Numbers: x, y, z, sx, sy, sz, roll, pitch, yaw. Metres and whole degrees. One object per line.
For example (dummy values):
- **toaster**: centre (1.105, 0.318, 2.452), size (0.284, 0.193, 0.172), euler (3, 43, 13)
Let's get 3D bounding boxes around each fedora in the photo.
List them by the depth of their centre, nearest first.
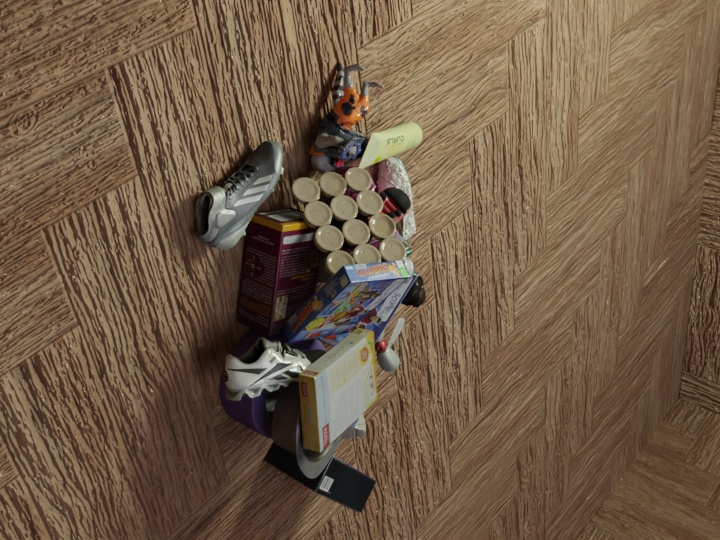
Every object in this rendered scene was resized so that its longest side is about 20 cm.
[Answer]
- **fedora**: centre (-0.097, 0.260, 1.603), size (0.200, 0.090, 0.177), euler (-65, 149, -26)

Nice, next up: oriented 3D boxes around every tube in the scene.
- **tube**: centre (0.054, -0.239, 1.694), size (0.200, 0.052, 0.058), euler (-30, 107, -57)

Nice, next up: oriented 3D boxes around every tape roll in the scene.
- **tape roll**: centre (-0.155, 0.200, 1.649), size (0.200, 0.085, 0.200), euler (-30, 130, -43)

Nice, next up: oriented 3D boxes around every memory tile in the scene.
- **memory tile**: centre (-0.019, -0.083, 1.531), size (0.153, 0.200, 0.017), euler (-15, 158, -24)

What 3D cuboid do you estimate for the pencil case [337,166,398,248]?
- **pencil case**: centre (0.014, -0.103, 1.706), size (0.200, 0.094, 0.091), euler (58, 46, -51)

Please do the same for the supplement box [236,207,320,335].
- **supplement box**: centre (-0.139, 0.000, 1.563), size (0.110, 0.086, 0.200), euler (-12, 117, -50)

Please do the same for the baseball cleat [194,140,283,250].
- **baseball cleat**: centre (-0.195, -0.130, 1.437), size (0.106, 0.070, 0.200), euler (33, 79, -55)

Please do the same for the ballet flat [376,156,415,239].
- **ballet flat**: centre (0.068, -0.132, 1.783), size (0.072, 0.072, 0.200), euler (-45, 137, -30)

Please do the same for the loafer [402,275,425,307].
- **loafer**: centre (0.105, 0.038, 1.830), size (0.200, 0.071, 0.073), euler (-163, -85, -83)

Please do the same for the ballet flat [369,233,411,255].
- **ballet flat**: centre (0.000, 0.000, 1.642), size (0.200, 0.072, 0.072), euler (-39, 143, 4)

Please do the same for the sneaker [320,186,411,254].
- **sneaker**: centre (0.005, -0.069, 1.592), size (0.200, 0.074, 0.087), euler (-30, 163, -28)

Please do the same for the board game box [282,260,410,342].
- **board game box**: centre (-0.025, 0.053, 1.517), size (0.135, 0.035, 0.200), euler (-5, 152, -42)

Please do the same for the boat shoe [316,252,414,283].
- **boat shoe**: centre (-0.008, -0.009, 1.574), size (0.070, 0.200, 0.071), euler (33, 64, -74)

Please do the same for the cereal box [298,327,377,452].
- **cereal box**: centre (-0.036, 0.204, 1.558), size (0.200, 0.039, 0.144), euler (-33, 126, -53)

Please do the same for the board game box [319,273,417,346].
- **board game box**: centre (0.000, 0.059, 1.716), size (0.135, 0.034, 0.200), euler (28, 102, -18)

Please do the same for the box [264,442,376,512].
- **box**: centre (-0.078, 0.405, 1.809), size (0.079, 0.141, 0.200), euler (-63, 145, -12)

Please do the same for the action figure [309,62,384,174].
- **action figure**: centre (-0.031, -0.258, 1.600), size (0.194, 0.104, 0.200), euler (-64, 173, 4)

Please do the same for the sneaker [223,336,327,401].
- **sneaker**: centre (-0.138, 0.151, 1.518), size (0.200, 0.074, 0.089), euler (-15, 108, -34)

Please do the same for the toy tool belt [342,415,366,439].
- **toy tool belt**: centre (-0.045, 0.249, 1.794), size (0.200, 0.125, 0.123), euler (82, 8, -57)

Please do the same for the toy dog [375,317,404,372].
- **toy dog**: centre (0.025, 0.106, 1.837), size (0.096, 0.132, 0.200), euler (-87, 178, -57)
